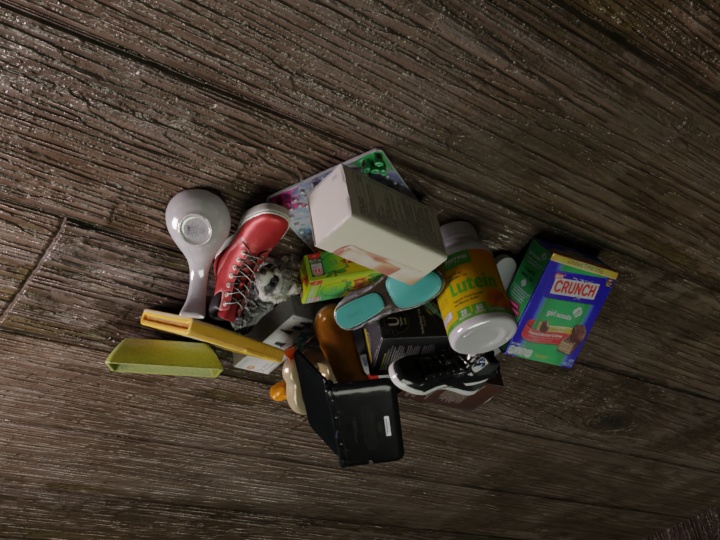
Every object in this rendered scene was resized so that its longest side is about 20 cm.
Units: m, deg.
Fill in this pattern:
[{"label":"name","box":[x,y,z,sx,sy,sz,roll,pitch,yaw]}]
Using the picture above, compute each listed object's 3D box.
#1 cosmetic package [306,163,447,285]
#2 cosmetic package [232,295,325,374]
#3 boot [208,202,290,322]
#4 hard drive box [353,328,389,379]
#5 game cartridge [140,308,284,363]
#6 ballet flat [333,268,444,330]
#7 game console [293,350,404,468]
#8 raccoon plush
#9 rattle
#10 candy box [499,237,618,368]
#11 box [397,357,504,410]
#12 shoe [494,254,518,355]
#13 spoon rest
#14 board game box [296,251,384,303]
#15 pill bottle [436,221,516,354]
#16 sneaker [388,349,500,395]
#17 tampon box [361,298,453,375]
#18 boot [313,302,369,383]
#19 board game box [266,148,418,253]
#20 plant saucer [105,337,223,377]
[{"label":"cosmetic package","box":[0.026,-0.064,1.281,0.199,0.104,0.087,23,133,-37]},{"label":"cosmetic package","box":[-0.152,0.122,1.594,0.082,0.051,0.200,19,136,-34]},{"label":"boot","box":[-0.170,-0.003,1.303,0.072,0.146,0.200,21,143,-25]},{"label":"hard drive box","box":[0.087,0.156,1.680,0.197,0.078,0.157,-10,145,1]},{"label":"game cartridge","box":[-0.258,0.116,1.496,0.199,0.033,0.175,26,166,-38]},{"label":"ballet flat","box":[0.049,0.037,1.406,0.198,0.073,0.072,-23,144,20]},{"label":"game console","box":[-0.019,0.236,1.502,0.173,0.117,0.202,-7,128,2]},{"label":"raccoon plush","box":[-0.165,0.038,1.472,0.133,0.098,0.200,-21,173,-4]},{"label":"rattle","box":[-0.135,0.174,1.605,0.130,0.142,0.200,-47,138,-12]},{"label":"candy box","box":[0.344,0.060,1.533,0.167,0.077,0.202,13,107,-30]},{"label":"box","box":[0.166,0.202,1.635,0.198,0.076,0.100,17,136,-31]},{"label":"shoe","box":[0.230,0.052,1.575,0.071,0.091,0.203,-8,118,-24]},{"label":"spoon rest","box":[-0.250,-0.030,1.307,0.098,0.061,0.202,7,113,-3]},{"label":"board game box","box":[0.000,0.000,1.417,0.197,0.048,0.102,-10,159,-15]},{"label":"pill bottle","box":[0.174,0.024,1.397,0.110,0.202,0.112,-10,148,-6]},{"label":"sneaker","box":[0.149,0.151,1.436,0.198,0.074,0.112,8,137,-37]},{"label":"tampon box","box":[0.109,0.088,1.522,0.197,0.151,0.127,-1,144,-13]},{"label":"boot","box":[-0.016,0.165,1.528,0.070,0.144,0.203,-26,137,-14]},{"label":"board game box","box":[-0.016,-0.089,1.347,0.198,0.026,0.200,-21,144,16]},{"label":"plant saucer","box":[-0.349,0.156,1.538,0.197,0.049,0.200,5,168,-12]}]
